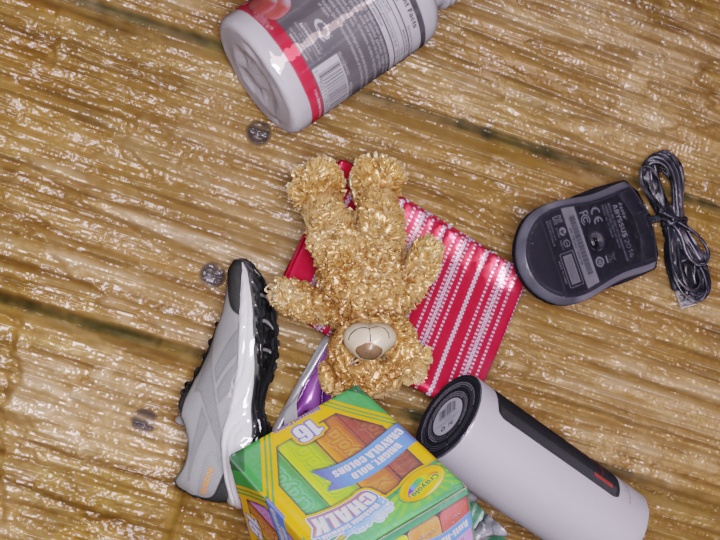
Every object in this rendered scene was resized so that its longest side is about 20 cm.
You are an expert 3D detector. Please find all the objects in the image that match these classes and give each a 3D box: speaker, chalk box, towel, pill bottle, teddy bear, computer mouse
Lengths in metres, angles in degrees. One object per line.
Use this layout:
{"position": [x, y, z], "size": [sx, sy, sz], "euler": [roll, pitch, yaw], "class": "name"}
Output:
{"position": [0.143, 0.170, 1.302], "size": [0.199, 0.081, 0.082], "euler": [36, 79, -22], "class": "speaker"}
{"position": [0.009, 0.204, 1.182], "size": [0.124, 0.200, 0.125], "euler": [-27, 127, -22], "class": "chalk box"}
{"position": [0.036, 0.012, 1.323], "size": [0.199, 0.022, 0.145], "euler": [30, 68, -11], "class": "towel"}
{"position": [-0.007, -0.210, 1.295], "size": [0.199, 0.111, 0.111], "euler": [-36, 95, -14], "class": "pill bottle"}
{"position": [0.000, 0.000, 1.264], "size": [0.144, 0.067, 0.202], "euler": [13, 74, -16], "class": "teddy bear"}
{"position": [0.205, -0.020, 1.369], "size": [0.199, 0.053, 0.140], "euler": [-13, 87, -29], "class": "computer mouse"}

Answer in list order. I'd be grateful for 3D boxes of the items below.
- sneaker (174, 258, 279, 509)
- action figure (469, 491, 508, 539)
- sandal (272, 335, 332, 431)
{"position": [-0.110, 0.088, 1.272], "size": [0.079, 0.074, 0.202], "euler": [2, 78, 14], "class": "sneaker"}
{"position": [0.030, 0.264, 1.307], "size": [0.200, 0.055, 0.118], "euler": [-43, 100, -9], "class": "action figure"}
{"position": [-0.032, 0.136, 1.297], "size": [0.082, 0.050, 0.204], "euler": [18, 81, -12], "class": "sandal"}
